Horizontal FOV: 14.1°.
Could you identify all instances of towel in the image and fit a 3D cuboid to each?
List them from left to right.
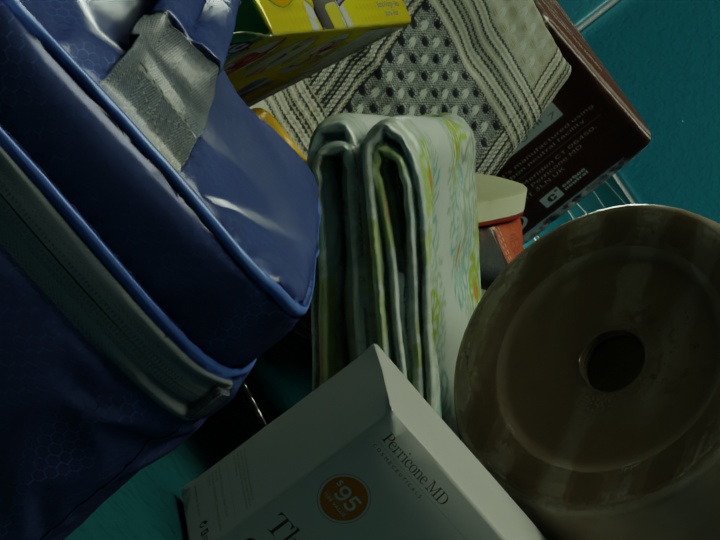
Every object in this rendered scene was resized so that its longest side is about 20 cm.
[{"bbox_3d":[0.008,-0.092,1.241,0.034,0.193,0.200,17,-34,43],"label":"towel"},{"bbox_3d":[0.018,0.029,1.054,0.200,0.048,0.172,-18,108,-81],"label":"towel"}]

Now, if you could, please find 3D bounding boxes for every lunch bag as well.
[{"bbox_3d":[-0.082,-0.023,0.740,0.136,0.132,0.200,51,9,-12],"label":"lunch bag"}]

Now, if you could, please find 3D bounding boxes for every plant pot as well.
[{"bbox_3d":[0.117,0.069,1.035,0.174,0.200,0.200,46,10,-51],"label":"plant pot"}]

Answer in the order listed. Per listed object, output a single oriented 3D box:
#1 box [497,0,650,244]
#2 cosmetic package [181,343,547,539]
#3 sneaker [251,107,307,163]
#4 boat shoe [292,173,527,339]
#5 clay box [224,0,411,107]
[{"bbox_3d":[0.014,-0.116,1.497,0.200,0.166,0.164,58,11,30],"label":"box"},{"bbox_3d":[0.036,0.124,0.942,0.200,0.082,0.051,48,9,-24],"label":"cosmetic package"},{"bbox_3d":[-0.055,-0.015,1.012,0.078,0.082,0.200,50,10,-15],"label":"sneaker"},{"bbox_3d":[0.000,0.000,1.194,0.071,0.063,0.199,19,18,35],"label":"boat shoe"},{"bbox_3d":[-0.065,-0.079,1.030,0.048,0.114,0.200,64,17,3],"label":"clay box"}]
